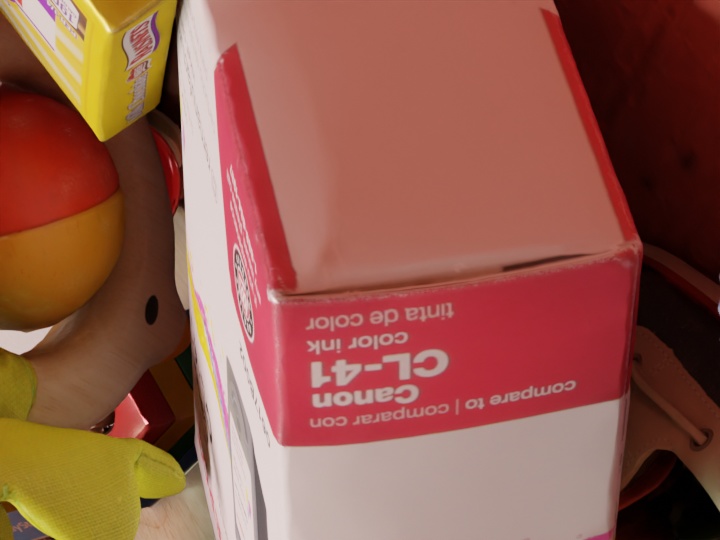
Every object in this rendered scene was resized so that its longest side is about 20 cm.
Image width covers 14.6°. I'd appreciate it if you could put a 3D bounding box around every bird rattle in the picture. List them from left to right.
[{"bbox_3d":[-0.117,-0.014,0.759,0.112,0.163,0.201,-20,95,37],"label":"bird rattle"}]

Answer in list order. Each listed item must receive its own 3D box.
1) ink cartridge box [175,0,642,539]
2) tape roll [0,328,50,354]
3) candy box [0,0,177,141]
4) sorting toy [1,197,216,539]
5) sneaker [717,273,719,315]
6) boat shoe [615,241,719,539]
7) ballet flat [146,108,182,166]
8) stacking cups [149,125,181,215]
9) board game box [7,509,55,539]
[{"bbox_3d":[0.006,0.021,0.683,0.201,0.085,0.148,92,166,-44],"label":"ink cartridge box"},{"bbox_3d":[-0.111,0.060,1.092,0.203,0.071,0.202,48,175,5],"label":"tape roll"},{"bbox_3d":[-0.115,-0.126,0.692,0.200,0.026,0.102,51,170,5],"label":"candy box"},{"bbox_3d":[-0.071,0.116,0.892,0.199,0.069,0.201,-45,69,40],"label":"sorting toy"},{"bbox_3d":[0.140,0.069,0.571,0.078,0.066,0.201,15,136,60],"label":"sneaker"},{"bbox_3d":[0.086,0.052,0.694,0.200,0.062,0.071,37,157,51],"label":"boat shoe"},{"bbox_3d":[-0.103,-0.068,1.006,0.075,0.068,0.201,16,141,35],"label":"ballet flat"},{"bbox_3d":[-0.116,-0.023,0.924,0.200,0.060,0.061,7,130,61],"label":"stacking cups"},{"bbox_3d":[-0.082,0.161,0.754,0.199,0.159,0.098,28,117,35],"label":"board game box"}]
